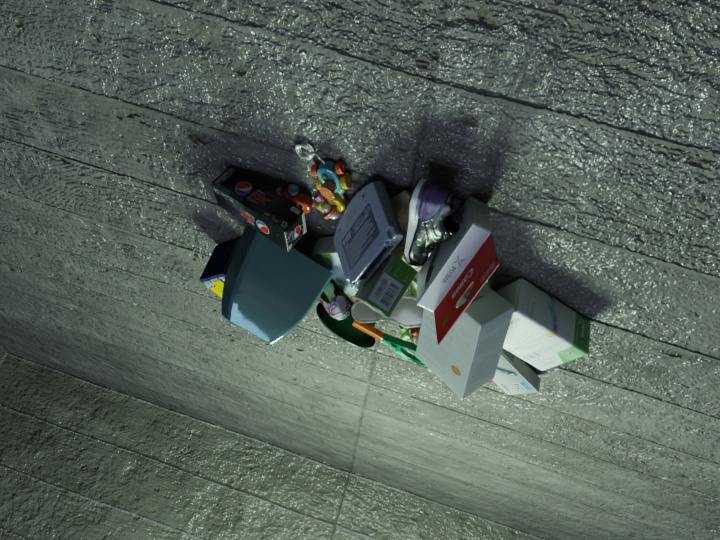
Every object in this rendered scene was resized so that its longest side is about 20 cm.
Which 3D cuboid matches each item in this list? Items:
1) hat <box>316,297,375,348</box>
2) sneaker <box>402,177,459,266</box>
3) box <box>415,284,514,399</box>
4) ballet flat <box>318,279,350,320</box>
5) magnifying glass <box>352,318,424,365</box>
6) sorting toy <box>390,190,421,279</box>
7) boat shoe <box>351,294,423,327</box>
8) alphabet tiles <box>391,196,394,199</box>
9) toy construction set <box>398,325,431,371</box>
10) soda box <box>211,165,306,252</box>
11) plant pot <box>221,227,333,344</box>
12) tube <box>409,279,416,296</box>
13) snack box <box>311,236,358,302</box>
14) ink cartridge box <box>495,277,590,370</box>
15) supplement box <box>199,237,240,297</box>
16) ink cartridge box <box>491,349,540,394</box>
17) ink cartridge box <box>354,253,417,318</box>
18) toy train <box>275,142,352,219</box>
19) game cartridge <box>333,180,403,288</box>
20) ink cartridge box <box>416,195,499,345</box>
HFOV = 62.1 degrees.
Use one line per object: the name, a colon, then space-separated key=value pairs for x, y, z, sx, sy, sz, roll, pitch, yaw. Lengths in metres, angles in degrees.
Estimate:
hat: x=0.015 y=0.072 z=1.458 sx=0.197 sy=0.166 sz=0.178 roll=30 pitch=111 yaw=-8
sneaker: x=0.128 y=-0.065 z=1.058 sx=0.086 sy=0.077 sz=0.202 roll=22 pitch=147 yaw=17
box: x=0.211 y=0.129 z=1.240 sx=0.152 sy=0.105 sz=0.204 roll=40 pitch=137 yaw=37
ballet flat: x=-0.076 y=0.047 z=1.402 sx=0.200 sy=0.068 sz=0.073 roll=44 pitch=157 yaw=62
magnifying glass: x=0.072 y=0.162 z=1.368 sx=0.196 sy=0.023 sz=0.080 roll=26 pitch=158 yaw=5
sorting toy: x=0.107 y=-0.064 z=1.187 sx=0.199 sy=0.037 sz=0.184 roll=38 pitch=145 yaw=-19
boat shoe: x=0.078 y=0.083 z=1.343 sx=0.195 sy=0.063 sz=0.075 roll=-1 pitch=103 yaw=21
alphabet tiles: x=0.128 y=-0.075 z=1.193 sx=0.196 sy=0.006 sz=0.166 roll=27 pitch=148 yaw=-11
toy construction set: x=0.156 y=0.172 z=1.435 sx=0.091 sy=0.133 sz=0.200 roll=-28 pitch=139 yaw=16
soda box: x=-0.202 y=-0.125 z=1.195 sx=0.198 sy=0.064 sz=0.071 roll=33 pitch=154 yaw=19
plant pot: x=-0.207 y=0.044 z=1.328 sx=0.194 sy=0.204 sz=0.195 roll=31 pitch=171 yaw=-19
tube: x=0.155 y=0.068 z=1.356 sx=0.057 sy=0.053 sz=0.200 roll=-9 pitch=138 yaw=37
snack box: x=0.000 y=0.000 z=1.339 sx=0.139 sy=0.054 sz=0.201 roll=-1 pitch=145 yaw=34
ink cartridge box: x=0.366 y=0.119 z=1.276 sx=0.197 sy=0.089 sz=0.145 roll=28 pitch=148 yaw=-15
supplement box: x=-0.281 y=0.029 z=1.498 sx=0.107 sy=0.112 sz=0.200 roll=-11 pitch=138 yaw=42
ink cartridge box: x=0.337 y=0.253 z=1.534 sx=0.174 sy=0.046 sz=0.199 roll=-14 pitch=135 yaw=42
ink cartridge box: x=0.043 y=0.027 z=1.197 sx=0.059 sy=0.105 sz=0.200 roll=33 pitch=177 yaw=-8
toy train: x=-0.095 y=-0.150 z=1.158 sx=0.147 sy=0.057 sz=0.201 roll=22 pitch=150 yaw=-4
game cartridge: x=0.009 y=-0.072 z=1.146 sx=0.041 sy=0.136 sz=0.200 roll=-1 pitch=152 yaw=-28
ink cartridge box: x=0.164 y=-0.002 z=1.053 sx=0.044 sy=0.178 sz=0.202 roll=22 pitch=125 yaw=-12
